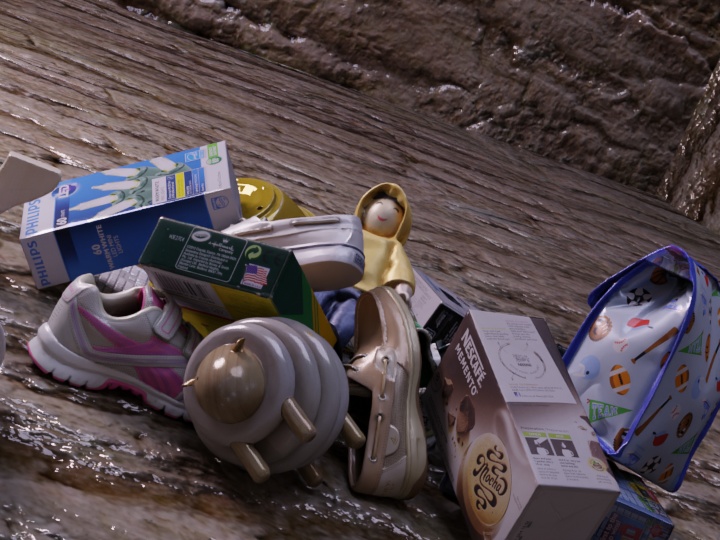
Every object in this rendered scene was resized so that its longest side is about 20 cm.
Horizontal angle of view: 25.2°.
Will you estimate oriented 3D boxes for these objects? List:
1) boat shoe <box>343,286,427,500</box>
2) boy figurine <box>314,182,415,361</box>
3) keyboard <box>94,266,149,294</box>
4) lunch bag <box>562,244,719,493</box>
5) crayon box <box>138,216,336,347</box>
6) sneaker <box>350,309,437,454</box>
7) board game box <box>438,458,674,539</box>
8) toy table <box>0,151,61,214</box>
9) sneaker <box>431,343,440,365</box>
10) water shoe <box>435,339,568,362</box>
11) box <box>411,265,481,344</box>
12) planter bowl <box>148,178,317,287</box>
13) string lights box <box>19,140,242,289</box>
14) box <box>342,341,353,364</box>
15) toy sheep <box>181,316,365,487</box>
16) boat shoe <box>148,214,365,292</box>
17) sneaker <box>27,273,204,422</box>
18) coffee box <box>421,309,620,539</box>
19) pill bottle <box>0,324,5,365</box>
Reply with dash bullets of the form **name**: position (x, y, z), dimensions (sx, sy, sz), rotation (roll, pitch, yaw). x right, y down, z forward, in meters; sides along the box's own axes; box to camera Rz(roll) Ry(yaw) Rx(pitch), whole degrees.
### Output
- **boat shoe**: position (0.012, 0.099, 1.387), dimensions (0.064, 0.071, 0.201), rotation (8, 54, -23)
- **boy figurine**: position (0.000, 0.000, 1.519), dimensions (0.124, 0.065, 0.200), rotation (21, 55, 21)
- **keyboard**: position (-0.238, 0.018, 1.569), dimensions (0.056, 0.011, 0.200), rotation (22, 13, -7)
- **lunch bag**: position (0.276, 0.086, 1.530), dimensions (0.124, 0.200, 0.170), rotation (29, -1, 33)
- **crayon box**: position (-0.099, 0.035, 1.393), dimensions (0.127, 0.051, 0.200), rotation (15, -25, 20)
- **sneaker**: position (0.046, 0.073, 1.516), dimensions (0.077, 0.089, 0.200), rotation (6, 46, -25)
- **board game box**: position (0.162, 0.186, 1.490), dimensions (0.199, 0.062, 0.200), rotation (21, 13, -15)
- **toy table**: position (-0.373, -0.068, 1.440), dimensions (0.183, 0.117, 0.200), rotation (18, 13, -25)
- **sneaker**: position (0.094, 0.093, 1.621), dimensions (0.200, 0.085, 0.073), rotation (32, -2, -8)
- **water shoe**: position (0.146, 0.078, 1.532), dimensions (0.200, 0.071, 0.079), rotation (-9, 77, -56)
- **box**: position (0.125, 0.083, 1.739), dimensions (0.200, 0.060, 0.117), rotation (33, 8, -25)
- **planter bowl**: position (-0.122, -0.034, 1.591), dimensions (0.200, 0.084, 0.201), rotation (-8, 33, 5)
- **string lights box**: position (-0.214, -0.053, 1.517), dimensions (0.199, 0.059, 0.103), rotation (-14, 31, -1)
- **box**: position (-0.071, 0.066, 1.605), dimensions (0.137, 0.040, 0.200), rotation (15, 16, -34)
- **toy sheep**: position (-0.069, 0.102, 1.288), dimensions (0.138, 0.138, 0.200), rotation (30, 0, 25)
- **boat shoe**: position (-0.093, -0.018, 1.457), dimensions (0.199, 0.066, 0.072), rotation (-7, -31, 17)
- **sneaker**: position (-0.169, 0.062, 1.340), dimensions (0.199, 0.088, 0.081), rotation (18, 14, -25)
- **coffee box**: position (0.129, 0.142, 1.337), dimensions (0.080, 0.113, 0.200), rotation (7, 40, -23)
- **pill bottle**: position (-0.331, 0.017, 1.188), dimensions (0.111, 0.112, 0.200), rotation (14, 16, -36)
